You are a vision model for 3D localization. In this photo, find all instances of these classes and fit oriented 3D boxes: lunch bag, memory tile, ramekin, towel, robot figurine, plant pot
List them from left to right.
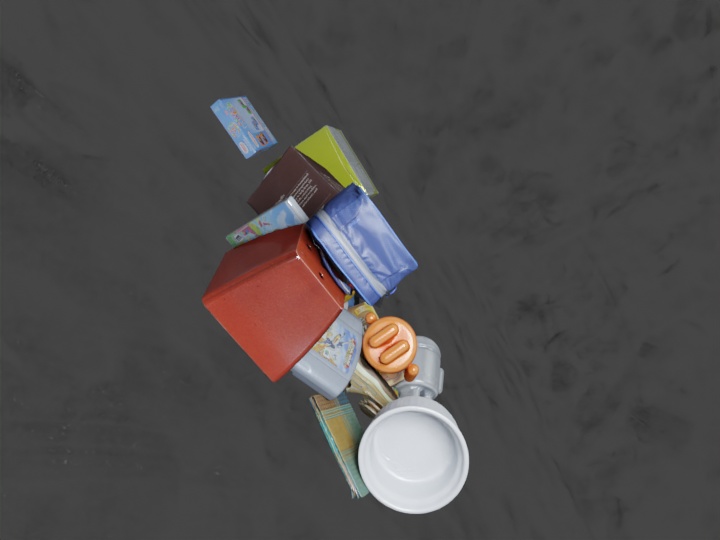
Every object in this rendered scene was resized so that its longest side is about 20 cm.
[{"bbox_3d":[-0.133,0.035,1.176,0.200,0.175,0.201,51,18,-20],"label":"plant pot"},{"bbox_3d":[-0.023,0.327,1.252,0.202,0.022,0.146,62,17,17],"label":"towel"},{"bbox_3d":[-0.002,-0.035,1.151,0.201,0.132,0.136,52,1,-15],"label":"lunch bag"},{"bbox_3d":[0.064,0.160,1.386,0.142,0.118,0.200,17,-7,6],"label":"robot figurine"},{"bbox_3d":[0.075,0.337,1.343,0.200,0.017,0.153,43,-14,1],"label":"memory tile"},{"bbox_3d":[0.099,0.332,1.218,0.202,0.199,0.098,57,10,-3],"label":"ramekin"},{"bbox_3d":[0.143,0.250,1.650,0.169,0.112,0.202,31,49,-29],"label":"robot figurine"}]

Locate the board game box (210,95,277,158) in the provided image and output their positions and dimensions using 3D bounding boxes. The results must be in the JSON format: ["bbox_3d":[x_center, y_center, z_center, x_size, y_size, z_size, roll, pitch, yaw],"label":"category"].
[{"bbox_3d":[-0.292,-0.369,1.681,0.152,0.036,0.200,55,16,-9],"label":"board game box"}]

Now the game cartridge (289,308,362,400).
[{"bbox_3d":[-0.062,0.146,1.294,0.133,0.041,0.201,34,43,-16],"label":"game cartridge"}]

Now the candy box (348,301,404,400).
[{"bbox_3d":[0.016,0.179,1.495,0.115,0.055,0.202,-16,74,-47],"label":"candy box"}]

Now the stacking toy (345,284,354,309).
[{"bbox_3d":[-0.053,0.020,1.388,0.147,0.144,0.202,-105,-166,-45],"label":"stacking toy"}]

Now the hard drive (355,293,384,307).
[{"bbox_3d":[0.000,0.000,1.492,0.134,0.043,0.201,26,-27,17],"label":"hard drive"}]

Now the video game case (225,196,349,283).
[{"bbox_3d":[-0.138,-0.026,1.269,0.201,0.181,0.022,52,36,-19],"label":"video game case"}]

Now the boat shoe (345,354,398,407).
[{"bbox_3d":[-0.002,0.231,1.388,0.200,0.076,0.072,48,0,0],"label":"boat shoe"}]

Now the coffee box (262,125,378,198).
[{"bbox_3d":[-0.097,-0.229,1.692,0.201,0.198,0.198,58,12,-2],"label":"coffee box"}]

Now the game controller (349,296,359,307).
[{"bbox_3d":[-0.043,0.059,1.632,0.105,0.042,0.201,51,17,-23],"label":"game controller"}]

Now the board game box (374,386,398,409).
[{"bbox_3d":[0.074,0.340,1.500,0.095,0.030,0.202,42,25,-42],"label":"board game box"}]

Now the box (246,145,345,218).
[{"bbox_3d":[-0.111,-0.138,1.490,0.200,0.166,0.164,46,11,23],"label":"box"}]
